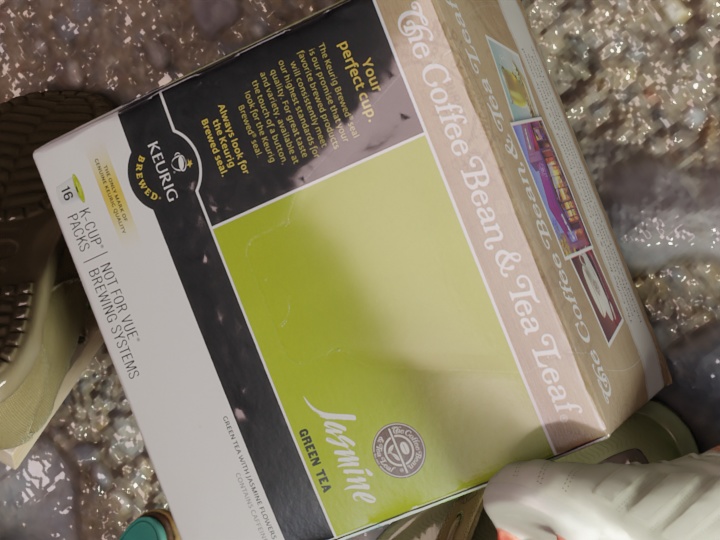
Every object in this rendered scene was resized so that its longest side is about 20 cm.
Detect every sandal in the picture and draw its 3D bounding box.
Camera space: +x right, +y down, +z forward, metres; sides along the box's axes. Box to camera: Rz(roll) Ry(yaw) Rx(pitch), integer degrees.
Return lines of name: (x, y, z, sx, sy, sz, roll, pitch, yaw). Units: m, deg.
sandal: (0.064, 0.127, 0.944, 0.201, 0.057, 0.080, -41, 87, 21)

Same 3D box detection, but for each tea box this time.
tea box: (0.000, 0.000, 0.892, 0.195, 0.133, 0.202, -22, 89, 21)

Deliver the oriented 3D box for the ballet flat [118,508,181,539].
ballet flat: (-0.104, 0.214, 0.997, 0.068, 0.063, 0.202, 14, 89, 51)

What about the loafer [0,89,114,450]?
loafer: (-0.154, -0.003, 0.936, 0.075, 0.201, 0.068, 5, 136, 10)

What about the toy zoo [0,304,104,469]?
toy zoo: (-0.210, -0.008, 0.982, 0.199, 0.021, 0.132, 28, 64, 11)

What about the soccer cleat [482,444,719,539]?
soccer cleat: (0.130, 0.098, 0.833, 0.069, 0.199, 0.078, -1, 70, 55)
